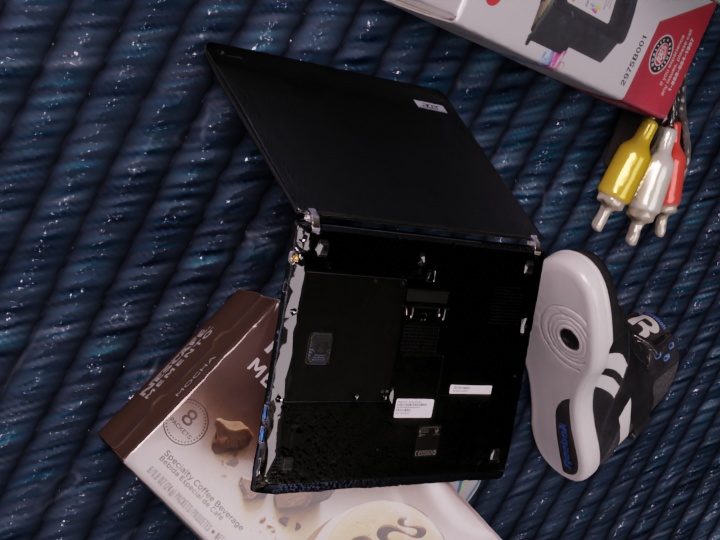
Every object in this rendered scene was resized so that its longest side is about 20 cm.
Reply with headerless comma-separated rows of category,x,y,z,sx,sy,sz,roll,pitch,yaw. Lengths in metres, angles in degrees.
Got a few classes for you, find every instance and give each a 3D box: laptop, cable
laptop,0.000,0.000,0.727,0.176,0.103,0.202,4,98,-43
cable,0.206,-0.115,0.918,0.097,0.050,0.201,2,113,-44

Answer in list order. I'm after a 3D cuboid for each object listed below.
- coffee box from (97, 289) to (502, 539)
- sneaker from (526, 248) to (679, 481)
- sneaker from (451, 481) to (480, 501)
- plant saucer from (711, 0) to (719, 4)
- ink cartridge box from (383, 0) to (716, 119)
coffee box,-0.027,0.120,0.753,0.113,0.080,0.200,-45,105,-12
sneaker,0.167,0.042,0.965,0.112,0.073,0.201,-35,141,-27
sneaker,0.020,0.186,0.877,0.199,0.105,0.076,-33,133,-24
plant saucer,0.182,-0.233,0.715,0.199,0.050,0.202,-10,104,-43
ink cartridge box,0.113,-0.182,0.771,0.199,0.083,0.147,13,104,-46
